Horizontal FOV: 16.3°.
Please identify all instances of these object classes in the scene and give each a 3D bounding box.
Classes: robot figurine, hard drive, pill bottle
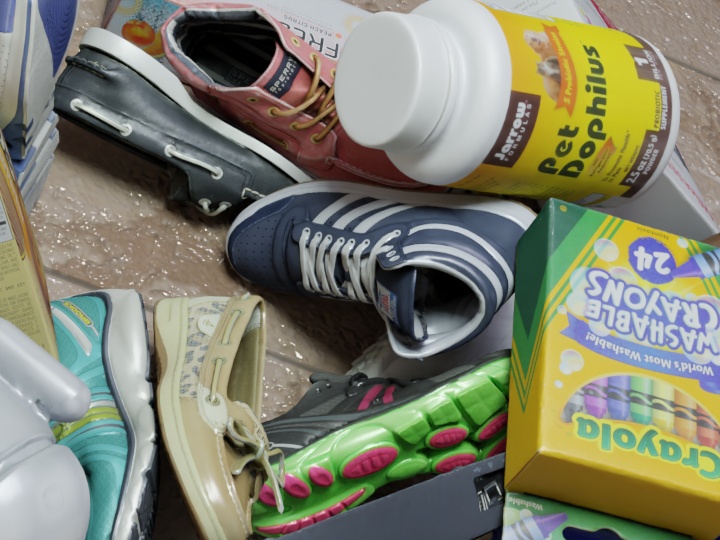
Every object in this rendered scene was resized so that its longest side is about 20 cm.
[{"bbox_3d":[-0.217,0.100,1.272,0.170,0.113,0.200,-44,79,-7],"label":"robot figurine"},{"bbox_3d":[-0.009,0.153,1.341,0.200,0.135,0.042,-16,77,-45],"label":"hard drive"},{"bbox_3d":[0.085,-0.099,1.469,0.200,0.109,0.109,6,48,-39],"label":"pill bottle"}]

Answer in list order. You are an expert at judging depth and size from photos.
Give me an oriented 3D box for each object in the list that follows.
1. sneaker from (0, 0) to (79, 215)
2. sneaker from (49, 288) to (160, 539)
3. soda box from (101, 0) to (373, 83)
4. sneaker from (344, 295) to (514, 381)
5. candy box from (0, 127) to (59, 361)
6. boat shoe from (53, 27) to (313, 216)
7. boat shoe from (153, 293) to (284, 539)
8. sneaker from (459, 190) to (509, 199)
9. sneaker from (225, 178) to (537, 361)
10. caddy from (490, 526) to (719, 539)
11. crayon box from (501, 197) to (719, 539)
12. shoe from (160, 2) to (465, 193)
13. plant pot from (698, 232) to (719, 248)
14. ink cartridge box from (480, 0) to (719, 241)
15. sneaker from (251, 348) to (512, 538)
[{"bbox_3d":[-0.230,-0.113,1.418,0.115,0.200,0.081,20,46,3],"label":"sneaker"},{"bbox_3d":[-0.151,0.094,1.367,0.080,0.078,0.200,-3,46,-10],"label":"sneaker"},{"bbox_3d":[-0.066,-0.151,1.637,0.200,0.064,0.068,21,43,-15],"label":"soda box"},{"bbox_3d":[0.073,0.045,1.540,0.200,0.076,0.081,-32,95,-39],"label":"sneaker"},{"bbox_3d":[-0.212,-0.046,1.331,0.055,0.200,0.115,-16,37,-4],"label":"candy box"},{"bbox_3d":[-0.102,-0.069,1.543,0.200,0.076,0.060,35,79,-12],"label":"boat shoe"},{"bbox_3d":[-0.075,0.077,1.369,0.063,0.073,0.200,-13,40,1],"label":"boat shoe"},{"bbox_3d":[0.040,-0.057,1.607,0.075,0.088,0.200,51,11,-24],"label":"sneaker"},{"bbox_3d":[0.000,0.000,1.464,0.200,0.070,0.109,0,27,21],"label":"sneaker"},{"bbox_3d":[0.156,0.190,1.424,0.200,0.105,0.141,27,41,-7],"label":"caddy"},{"bbox_3d":[0.148,0.068,1.377,0.126,0.052,0.200,16,55,-14],"label":"crayon box"},{"bbox_3d":[-0.030,-0.098,1.522,0.200,0.072,0.091,28,-7,22],"label":"shoe"},{"bbox_3d":[0.252,0.053,1.559,0.198,0.200,0.200,-17,61,-33],"label":"plant pot"},{"bbox_3d":[0.148,-0.097,1.659,0.148,0.086,0.200,39,22,-55],"label":"ink cartridge box"},{"bbox_3d":[0.013,0.081,1.427,0.200,0.077,0.084,-18,47,-14],"label":"sneaker"}]
